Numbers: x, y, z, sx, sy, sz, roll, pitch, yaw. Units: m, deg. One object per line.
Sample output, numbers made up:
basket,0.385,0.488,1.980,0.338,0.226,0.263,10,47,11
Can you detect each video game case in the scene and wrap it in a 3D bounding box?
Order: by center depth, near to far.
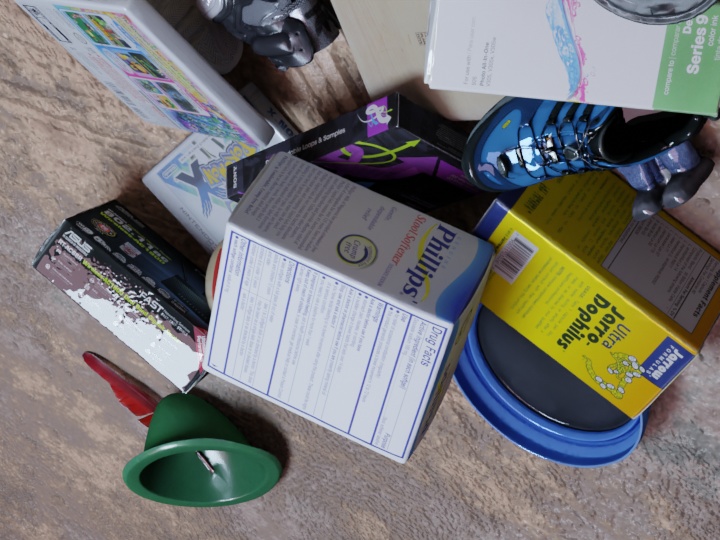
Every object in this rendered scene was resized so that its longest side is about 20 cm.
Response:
video game case,-0.192,-0.183,1.456,0.181,0.024,0.200,15,159,45
video game case,-0.098,-0.064,1.578,0.182,0.022,0.200,48,138,-8

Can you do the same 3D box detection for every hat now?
hat,-0.188,0.149,1.834,0.199,0.177,0.166,12,144,-26

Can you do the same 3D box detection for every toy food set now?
toy food set,0.062,-0.200,1.302,0.143,0.061,0.201,1,134,30

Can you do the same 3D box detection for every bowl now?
bowl,0.170,0.090,1.485,0.200,0.039,0.201,25,141,22

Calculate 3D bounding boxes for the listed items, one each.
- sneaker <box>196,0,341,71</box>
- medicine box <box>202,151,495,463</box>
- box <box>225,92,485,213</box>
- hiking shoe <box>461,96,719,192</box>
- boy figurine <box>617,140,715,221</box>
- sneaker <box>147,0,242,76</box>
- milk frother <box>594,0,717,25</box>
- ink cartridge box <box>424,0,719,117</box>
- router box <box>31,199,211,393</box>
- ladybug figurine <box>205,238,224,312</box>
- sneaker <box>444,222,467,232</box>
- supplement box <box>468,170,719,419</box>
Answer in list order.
sneaker,-0.052,-0.239,1.356,0.114,0.076,0.200,44,145,-4
medicine box,-0.014,0.032,1.355,0.199,0.103,0.183,24,137,8
box,0.003,-0.080,1.401,0.199,0.036,0.143,-18,151,40
hiking shoe,0.161,-0.104,1.202,0.199,0.087,0.075,-21,107,20
boy figurine,0.192,-0.138,1.265,0.124,0.065,0.200,-19,115,48
sneaker,-0.194,-0.237,1.474,0.200,0.078,0.112,45,150,-3
milk frother,0.184,-0.292,1.041,0.179,0.188,0.201,16,133,24
ink cartridge box,0.146,-0.181,1.140,0.198,0.146,0.088,4,122,2
router box,-0.208,0.021,1.634,0.200,0.150,0.062,40,104,2
ladybug figurine,-0.071,0.025,1.555,0.199,0.072,0.136,-1,131,41
sneaker,0.000,0.000,1.450,0.198,0.080,0.074,2,162,1
supplement box,0.189,0.003,1.352,0.200,0.109,0.110,38,139,4
